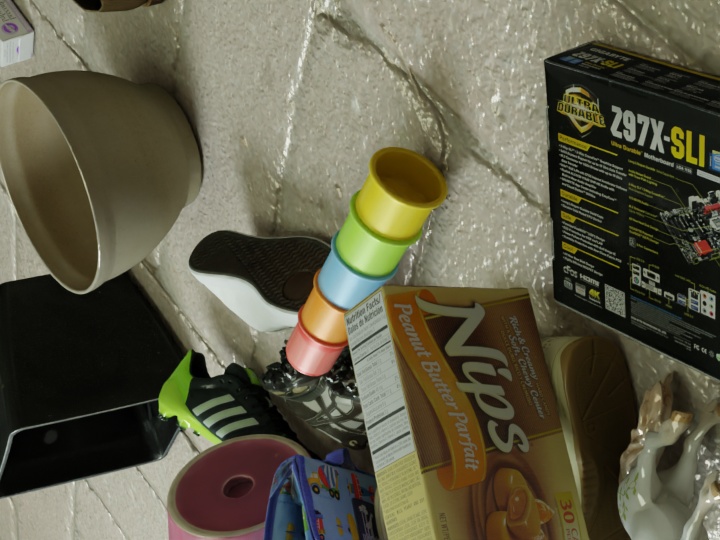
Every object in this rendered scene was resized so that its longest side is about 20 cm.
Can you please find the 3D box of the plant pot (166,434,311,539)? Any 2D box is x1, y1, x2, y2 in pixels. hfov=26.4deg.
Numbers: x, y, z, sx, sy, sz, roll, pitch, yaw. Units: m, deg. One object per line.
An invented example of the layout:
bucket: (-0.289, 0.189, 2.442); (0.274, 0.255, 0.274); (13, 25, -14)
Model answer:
plant pot: (-0.082, 0.249, 1.311); (0.200, 0.200, 0.180); (30, 142, 47)

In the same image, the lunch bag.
lunch bag: (-0.013, 0.241, 1.213); (0.094, 0.150, 0.201); (-19, 64, 33)

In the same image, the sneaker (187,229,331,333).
sneaker: (-0.056, 0.018, 1.281); (0.200, 0.073, 0.085); (19, 154, 48)

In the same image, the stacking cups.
stacking cups: (0.000, 0.000, 1.129); (0.061, 0.060, 0.200); (52, 137, 25)

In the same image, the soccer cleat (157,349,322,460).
soccer cleat: (-0.105, 0.136, 1.427); (0.199, 0.081, 0.067); (24, 176, 31)

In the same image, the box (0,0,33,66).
box: (-0.416, -0.303, 1.656); (0.200, 0.039, 0.042); (51, 148, 26)

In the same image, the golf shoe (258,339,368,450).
golf shoe: (0.007, 0.097, 1.226); (0.095, 0.078, 0.200); (53, 154, -21)

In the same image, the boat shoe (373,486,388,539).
boat shoe: (0.078, 0.242, 1.198); (0.065, 0.072, 0.201); (-13, 104, 55)

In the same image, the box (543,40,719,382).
box: (0.186, -0.027, 0.852); (0.200, 0.049, 0.160); (27, 130, 49)

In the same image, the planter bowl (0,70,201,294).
planter bowl: (-0.229, -0.095, 1.397); (0.200, 0.134, 0.201); (38, 140, 41)

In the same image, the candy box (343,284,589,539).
candy box: (0.067, 0.110, 0.943); (0.055, 0.115, 0.201); (-37, 58, 50)

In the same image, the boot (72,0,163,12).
boot: (-0.250, -0.307, 1.347); (0.200, 0.075, 0.074); (56, 151, 21)

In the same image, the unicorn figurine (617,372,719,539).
unicorn figurine: (0.180, 0.162, 0.893); (0.074, 0.200, 0.138); (25, 122, -4)

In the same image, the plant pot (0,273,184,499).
plant pot: (-0.308, 0.108, 1.624); (0.178, 0.199, 0.200); (67, 153, 21)

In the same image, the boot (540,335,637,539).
boot: (0.120, 0.139, 1.043); (0.155, 0.073, 0.201); (3, 107, 56)
